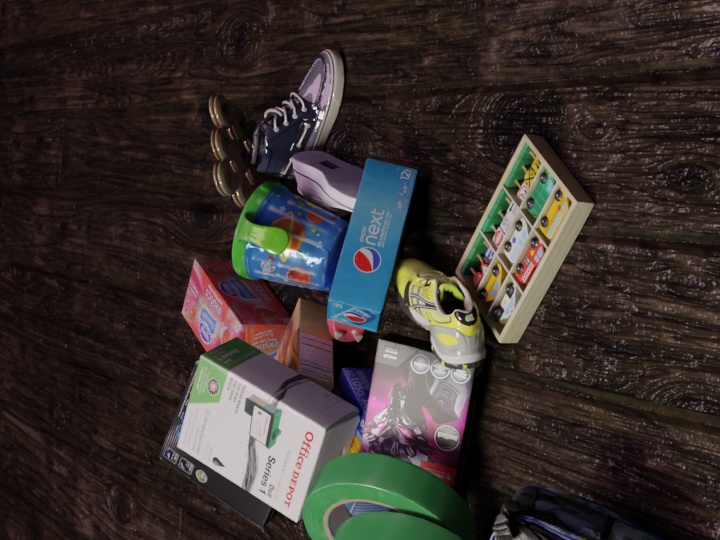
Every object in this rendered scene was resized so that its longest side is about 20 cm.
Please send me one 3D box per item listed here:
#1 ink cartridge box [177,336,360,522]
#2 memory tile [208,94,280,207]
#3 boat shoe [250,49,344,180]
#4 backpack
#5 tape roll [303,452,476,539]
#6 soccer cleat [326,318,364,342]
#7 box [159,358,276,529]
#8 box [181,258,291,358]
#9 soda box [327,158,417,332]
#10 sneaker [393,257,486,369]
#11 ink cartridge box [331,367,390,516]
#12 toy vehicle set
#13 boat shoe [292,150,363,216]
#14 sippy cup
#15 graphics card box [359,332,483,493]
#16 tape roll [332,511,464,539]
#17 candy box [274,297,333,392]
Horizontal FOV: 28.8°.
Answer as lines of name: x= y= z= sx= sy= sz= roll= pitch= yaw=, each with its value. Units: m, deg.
ink cartridge box: x=-0.117 y=0.199 z=1.760 sx=0.199 sy=0.084 sz=0.147 roll=28 pitch=116 yaw=23
memory tile: x=-0.162 y=-0.155 z=2.019 sx=0.017 sy=0.200 sz=0.154 roll=-11 pitch=71 yaw=20
boat shoe: x=-0.091 y=-0.219 z=1.975 sx=0.075 sy=0.092 sz=0.201 roll=45 pitch=125 yaw=51
backpack: x=0.216 y=0.313 z=1.344 sx=0.199 sy=0.147 sz=0.184 roll=22 pitch=113 yaw=15
tape roll: x=0.034 y=0.295 z=1.622 sx=0.200 sy=0.200 sz=0.048 roll=-46 pitch=13 yaw=48
soccer cleat: x=0.000 y=0.000 z=1.837 sx=0.077 sy=0.066 sz=0.201 roll=-118 pitch=41 yaw=-58
box: x=-0.180 y=0.246 z=2.028 sx=0.193 sy=0.047 sz=0.201 roll=34 pitch=122 yaw=14
box: x=-0.185 y=0.073 z=2.104 sx=0.200 sy=0.094 sz=0.103 roll=50 pitch=130 yaw=49
soda box: x=0.015 y=-0.033 z=1.723 sx=0.064 sy=0.067 sz=0.201 roll=98 pitch=-173 yaw=-65
sneaker: x=0.098 y=0.032 z=1.636 sx=0.200 sy=0.075 sz=0.077 roll=-128 pitch=34 yaw=-52
ink cartridge box: x=0.006 y=0.219 z=1.794 sx=0.201 sy=0.076 sz=0.137 roll=-63 pitch=38 yaw=31
toy vehicle set: x=0.180 y=-0.035 z=1.570 sx=0.125 sy=0.026 sz=0.201 roll=59 pitch=135 yaw=43
boat shoe: x=-0.030 y=-0.106 z=1.899 sx=0.200 sy=0.073 sz=0.066 roll=-139 pitch=43 yaw=-57
sippy cup: x=-0.083 y=-0.037 z=1.869 sx=0.130 sy=0.178 sz=0.140 roll=19 pitch=130 yaw=17
graphics card box: x=0.068 y=0.184 z=1.654 sx=0.125 sy=0.051 sz=0.201 roll=14 pitch=100 yaw=17
tape roll: x=0.056 y=0.355 z=1.588 sx=0.200 sy=0.200 sz=0.048 roll=-45 pitch=13 yaw=48
candy box: x=-0.079 y=0.138 z=1.886 sx=0.200 sy=0.055 sz=0.116 roll=-94 pitch=23 yaw=-61
